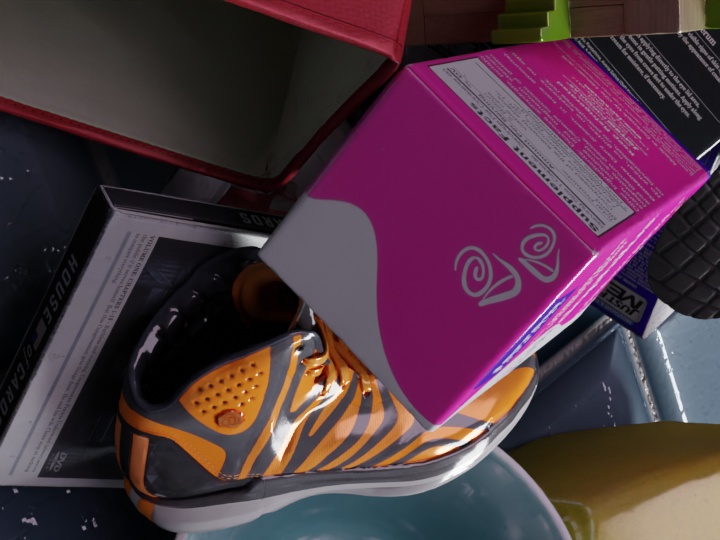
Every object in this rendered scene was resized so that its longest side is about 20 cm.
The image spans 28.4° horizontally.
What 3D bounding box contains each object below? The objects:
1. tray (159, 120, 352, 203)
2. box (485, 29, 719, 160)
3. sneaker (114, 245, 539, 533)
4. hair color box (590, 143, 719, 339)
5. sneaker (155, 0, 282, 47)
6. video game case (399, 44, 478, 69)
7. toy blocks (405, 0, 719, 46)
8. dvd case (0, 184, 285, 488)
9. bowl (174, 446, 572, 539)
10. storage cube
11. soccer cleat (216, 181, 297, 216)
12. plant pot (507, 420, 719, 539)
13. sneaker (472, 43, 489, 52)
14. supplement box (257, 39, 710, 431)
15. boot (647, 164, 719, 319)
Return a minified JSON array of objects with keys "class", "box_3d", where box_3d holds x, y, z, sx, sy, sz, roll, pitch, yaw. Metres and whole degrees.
[{"class":"tray","box_3d":[-0.054,-0.014,0.721,0.108,0.022,0.201,50,57,-27]},{"class":"box","box_3d":[0.125,-0.153,0.713,0.200,0.141,0.079,49,17,-2]},{"class":"sneaker","box_3d":[-0.007,0.041,0.605,0.198,0.078,0.113,-17,137,-21]},{"class":"hair color box","box_3d":[0.202,-0.067,0.858,0.109,0.065,0.201,-36,152,-38]},{"class":"sneaker","box_3d":[-0.052,-0.171,0.700,0.083,0.071,0.201,33,65,-33]},{"class":"video game case","box_3d":[0.107,-0.171,0.879,0.199,0.023,0.183,25,71,-38]},{"class":"toy blocks","box_3d":[0.078,-0.171,0.620,0.100,0.199,0.138,-18,107,-51]},{"class":"dvd case","box_3d":[-0.059,0.040,0.647,0.199,0.025,0.151,9,123,-39]},{"class":"bowl","box_3d":[0.000,0.175,0.673,0.199,0.105,0.203,6,63,-12]},{"class":"storage cube","box_3d":[-0.074,-0.159,0.573,0.198,0.171,0.181,16,72,-16]},{"class":"soccer cleat","box_3d":[0.000,0.000,0.722,0.199,0.067,0.077,5,111,-46]},{"class":"plant pot","box_3d":[0.163,0.183,0.803,0.199,0.194,0.198,6,83,-33]},{"class":"sneaker","box_3d":[0.078,-0.098,0.796,0.199,0.075,0.079,-28,102,-43]},{"class":"supplement box","box_3d":[0.061,-0.026,0.604,0.103,0.101,0.200,46,27,11]},{"class":"boot","box_3d":[0.244,-0.060,0.791,0.070,0.200,0.132,43,18,7]}]
